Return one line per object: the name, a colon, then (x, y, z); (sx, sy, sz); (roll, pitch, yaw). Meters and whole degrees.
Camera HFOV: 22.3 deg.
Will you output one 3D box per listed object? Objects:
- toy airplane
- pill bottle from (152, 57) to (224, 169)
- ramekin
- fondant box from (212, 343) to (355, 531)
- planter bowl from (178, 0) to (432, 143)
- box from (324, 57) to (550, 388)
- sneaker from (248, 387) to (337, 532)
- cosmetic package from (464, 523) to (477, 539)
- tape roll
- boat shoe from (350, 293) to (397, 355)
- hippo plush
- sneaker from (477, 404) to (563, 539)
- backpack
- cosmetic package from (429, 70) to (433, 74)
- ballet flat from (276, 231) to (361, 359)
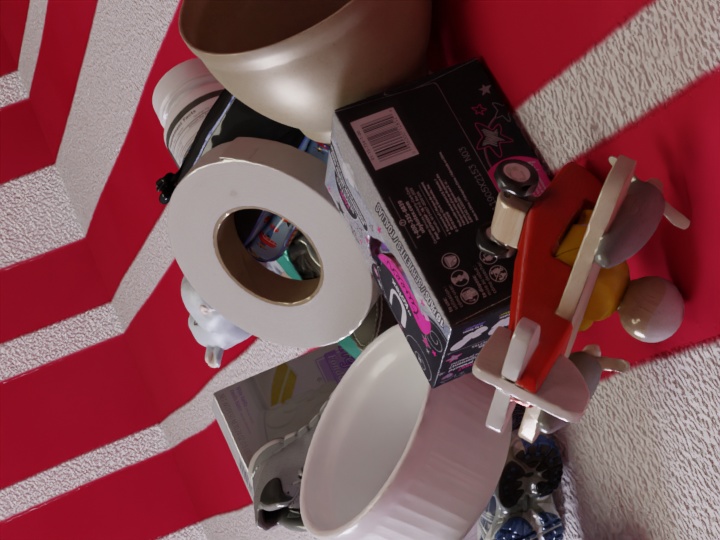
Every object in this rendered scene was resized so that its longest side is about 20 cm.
toy airplane: (0.147, 0.024, 1.211); (0.200, 0.140, 0.200); (177, 103, -87)
pill bottle: (-0.149, -0.133, 2.020); (0.200, 0.113, 0.114); (59, 161, 32)
ramekin: (0.041, 0.153, 1.554); (0.097, 0.201, 0.200); (28, 178, -21)
fondant box: (-0.033, 0.156, 1.849); (0.145, 0.199, 0.058); (64, 165, 16)
planter bowl: (-0.024, -0.188, 1.442); (0.135, 0.200, 0.200); (57, 174, -36)
box: (0.071, -0.035, 1.393); (0.201, 0.132, 0.115); (62, 163, 23)
sneaker: (-0.025, 0.183, 1.708); (0.075, 0.200, 0.116); (39, -153, -24)
cosmetic package: (0.082, 0.208, 1.742); (0.101, 0.071, 0.200); (45, 156, 27)
tape roll: (-0.073, -0.022, 1.579); (0.202, 0.037, 0.203); (17, 133, 19)
boat shoe: (-0.002, 0.002, 1.683); (0.072, 0.060, 0.202); (-46, 35, 32)
hippo plush: (-0.112, 0.010, 1.941); (0.200, 0.160, 0.160); (72, -175, -61)
sneaker: (0.134, 0.191, 1.612); (0.201, 0.077, 0.085); (96, 159, -44)
backpack: (-0.075, -0.125, 1.684); (0.134, 0.200, 0.183); (33, 117, 0)
cosmetic package: (0.037, -0.076, 1.560); (0.104, 0.073, 0.201); (45, 152, 54)
ballet flat: (-0.013, 0.027, 1.766); (0.200, 0.067, 0.070); (47, 168, -6)
